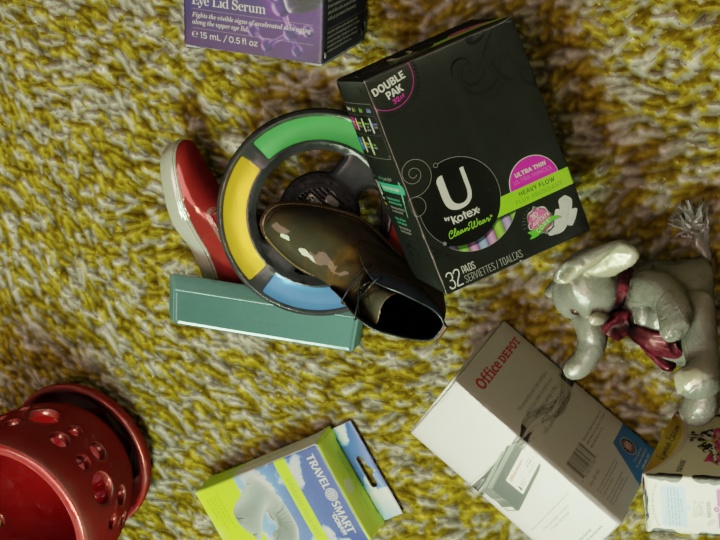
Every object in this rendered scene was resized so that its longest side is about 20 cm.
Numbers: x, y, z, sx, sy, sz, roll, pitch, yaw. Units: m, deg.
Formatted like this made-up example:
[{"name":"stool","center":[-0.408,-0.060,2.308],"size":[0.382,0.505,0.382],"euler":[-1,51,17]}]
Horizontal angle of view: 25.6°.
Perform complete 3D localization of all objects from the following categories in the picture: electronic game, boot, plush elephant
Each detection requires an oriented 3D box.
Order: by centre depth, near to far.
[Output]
[{"name":"plush elephant","center":[0.237,0.037,1.411],"size":[0.153,0.165,0.202],"euler":[-3,81,11]},{"name":"boot","center":[0.000,0.000,1.472],"size":[0.199,0.097,0.075],"euler":[27,102,-16]},{"name":"electronic game","center":[-0.040,-0.055,1.523],"size":[0.198,0.042,0.202],"euler":[0,101,-2]},{"name":"boot","center":[-0.107,-0.051,1.581],"size":[0.143,0.073,0.201],"euler":[-13,113,28]}]

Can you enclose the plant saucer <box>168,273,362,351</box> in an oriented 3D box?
[{"name":"plant saucer","center":[-0.096,0.045,1.591],"size":[0.198,0.019,0.070],"euler":[10,140,0]}]

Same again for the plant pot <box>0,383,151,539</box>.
[{"name":"plant pot","center":[-0.339,0.238,1.736],"size":[0.199,0.182,0.202],"euler":[9,113,21]}]

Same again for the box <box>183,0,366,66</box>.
[{"name":"box","center":[-0.077,-0.302,1.444],"size":[0.147,0.104,0.202],"euler":[10,115,21]}]

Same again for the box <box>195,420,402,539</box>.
[{"name":"box","center":[-0.067,0.250,1.697],"size":[0.199,0.048,0.123],"euler":[-25,99,31]}]

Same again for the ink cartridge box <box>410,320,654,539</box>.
[{"name":"ink cartridge box","center":[0.165,0.162,1.498],"size":[0.200,0.145,0.084],"euler":[41,122,5]}]

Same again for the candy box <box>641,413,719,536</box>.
[{"name":"candy box","center":[0.365,0.184,1.422],"size":[0.198,0.136,0.062],"euler":[-1,109,24]}]

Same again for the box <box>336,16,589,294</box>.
[{"name":"box","center":[0.089,-0.105,1.403],"size":[0.147,0.124,0.202],"euler":[-23,101,-9]}]
